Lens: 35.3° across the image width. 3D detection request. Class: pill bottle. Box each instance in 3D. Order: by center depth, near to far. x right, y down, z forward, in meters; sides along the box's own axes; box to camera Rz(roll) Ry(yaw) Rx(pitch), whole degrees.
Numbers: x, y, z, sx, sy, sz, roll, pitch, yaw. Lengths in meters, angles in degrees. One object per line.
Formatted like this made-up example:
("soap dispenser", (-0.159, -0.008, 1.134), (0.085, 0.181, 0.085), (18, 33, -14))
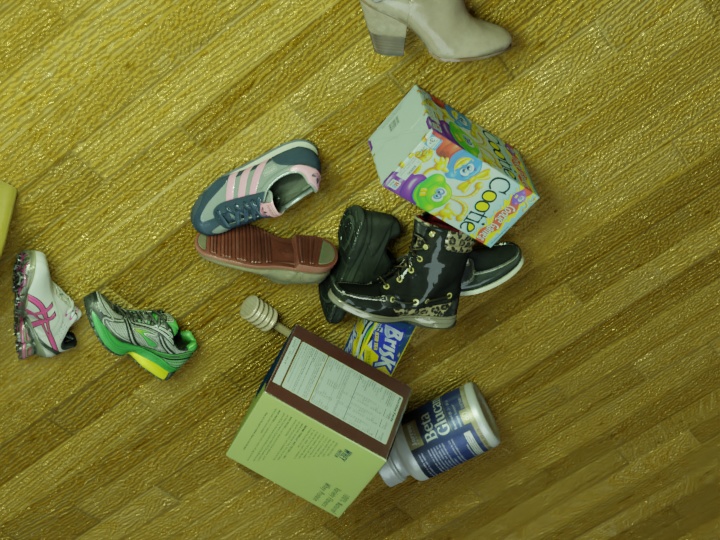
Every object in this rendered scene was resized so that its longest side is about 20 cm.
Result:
("pill bottle", (0.119, 0.274, 1.848), (0.198, 0.112, 0.111), (-28, 132, 10))

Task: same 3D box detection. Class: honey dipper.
("honey dipper", (-0.099, 0.098, 1.689), (0.038, 0.038, 0.199), (-38, 131, 19))

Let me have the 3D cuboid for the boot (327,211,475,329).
("boot", (0.063, -0.004, 1.549), (0.197, 0.073, 0.153), (10, 112, -21))

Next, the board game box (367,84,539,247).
("board game box", (0.123, -0.134, 1.492), (0.198, 0.104, 0.105), (26, 121, -32))

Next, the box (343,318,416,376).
("box", (0.021, 0.115, 1.715), (0.069, 0.065, 0.202), (9, 129, -20))

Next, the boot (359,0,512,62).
("boot", (0.093, -0.327, 1.339), (0.196, 0.071, 0.148), (-5, 130, -11))

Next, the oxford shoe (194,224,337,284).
("oxford shoe", (-0.134, -0.011, 1.561), (0.196, 0.071, 0.075), (10, 142, -12))

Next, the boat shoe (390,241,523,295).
("boat shoe", (0.139, -0.007, 1.632), (0.196, 0.072, 0.068), (-12, 134, 1))

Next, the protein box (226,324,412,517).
("protein box", (-0.062, 0.224, 1.667), (0.198, 0.136, 0.199), (29, 138, -4))

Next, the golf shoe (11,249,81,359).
("golf shoe", (-0.426, 0.042, 1.535), (0.090, 0.073, 0.201), (-5, 142, -18))

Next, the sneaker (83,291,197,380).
("sneaker", (-0.311, 0.077, 1.599), (0.085, 0.079, 0.200), (-39, 138, 12))

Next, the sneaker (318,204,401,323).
("sneaker", (0.000, 0.000, 1.605), (0.089, 0.077, 0.202), (4, 132, -25))

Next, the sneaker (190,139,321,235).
("sneaker", (-0.138, -0.093, 1.476), (0.198, 0.083, 0.070), (-32, 131, 15))

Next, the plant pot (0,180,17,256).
("plant pot", (-0.547, -0.002, 1.373), (0.192, 0.202, 0.196), (21, 124, -29))
